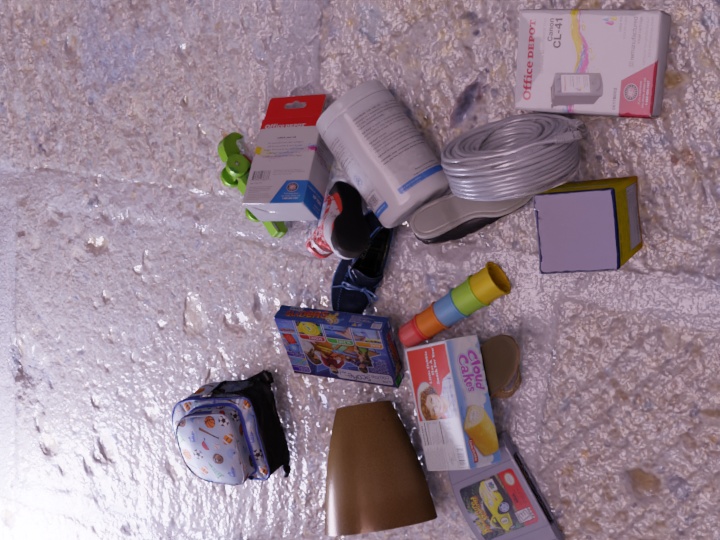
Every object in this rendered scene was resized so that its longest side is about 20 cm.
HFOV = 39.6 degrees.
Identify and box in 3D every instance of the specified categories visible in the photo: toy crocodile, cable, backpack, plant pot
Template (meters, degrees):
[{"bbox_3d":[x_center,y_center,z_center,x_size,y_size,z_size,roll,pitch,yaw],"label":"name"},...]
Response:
[{"bbox_3d":[-0.184,-0.144,1.712,0.200,0.062,0.068,55,156,5],"label":"toy crocodile"},{"bbox_3d":[0.216,-0.166,1.437,0.199,0.200,0.069,-20,113,0],"label":"cable"},{"bbox_3d":[-0.240,0.288,1.767,0.190,0.154,0.201,-4,101,36],"label":"backpack"},{"bbox_3d":[0.020,0.321,1.647,0.186,0.186,0.201,-14,78,27],"label":"plant pot"}]

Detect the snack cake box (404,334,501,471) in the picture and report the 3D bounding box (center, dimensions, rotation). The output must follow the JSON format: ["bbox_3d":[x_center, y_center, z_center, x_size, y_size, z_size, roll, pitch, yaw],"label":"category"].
[{"bbox_3d":[0.143,0.209,1.569,0.115,0.067,0.201,-20,79,58],"label":"snack cake box"}]

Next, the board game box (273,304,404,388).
[{"bbox_3d":[-0.035,0.127,1.665,0.199,0.035,0.136,6,133,25],"label":"board game box"}]

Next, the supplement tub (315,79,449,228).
[{"bbox_3d":[0.036,-0.180,1.555,0.132,0.132,0.200,-37,82,27],"label":"supplement tub"}]

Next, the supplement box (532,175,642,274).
[{"bbox_3d":[0.321,-0.066,1.396,0.109,0.200,0.109,-3,98,25],"label":"supplement box"}]

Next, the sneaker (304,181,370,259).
[{"bbox_3d":[-0.041,-0.049,1.596,0.067,0.202,0.108,23,120,-19],"label":"sneaker"}]

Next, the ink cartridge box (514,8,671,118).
[{"bbox_3d":[0.327,-0.294,1.417,0.199,0.086,0.148,7,103,23],"label":"ink cartridge box"}]

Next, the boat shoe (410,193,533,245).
[{"bbox_3d":[0.176,-0.092,1.540,0.199,0.060,0.074,-25,66,7],"label":"boat shoe"}]

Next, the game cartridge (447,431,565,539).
[{"bbox_3d":[0.227,0.375,1.619,0.133,0.041,0.201,-32,85,31],"label":"game cartridge"}]

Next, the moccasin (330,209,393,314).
[{"bbox_3d":[0.000,0.000,1.625,0.068,0.080,0.201,-130,50,-61],"label":"moccasin"}]

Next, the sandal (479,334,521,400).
[{"bbox_3d":[0.218,0.170,1.575,0.078,0.069,0.212,62,142,34],"label":"sandal"}]

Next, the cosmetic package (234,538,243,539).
[{"bbox_3d":[-0.269,0.630,1.816,0.123,0.200,0.200,-25,88,30],"label":"cosmetic package"}]

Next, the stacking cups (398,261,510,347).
[{"bbox_3d":[0.146,0.065,1.589,0.200,0.060,0.061,-39,82,28],"label":"stacking cups"}]

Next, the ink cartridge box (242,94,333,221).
[{"bbox_3d":[-0.110,-0.184,1.632,0.116,0.067,0.201,1,66,26],"label":"ink cartridge box"}]
